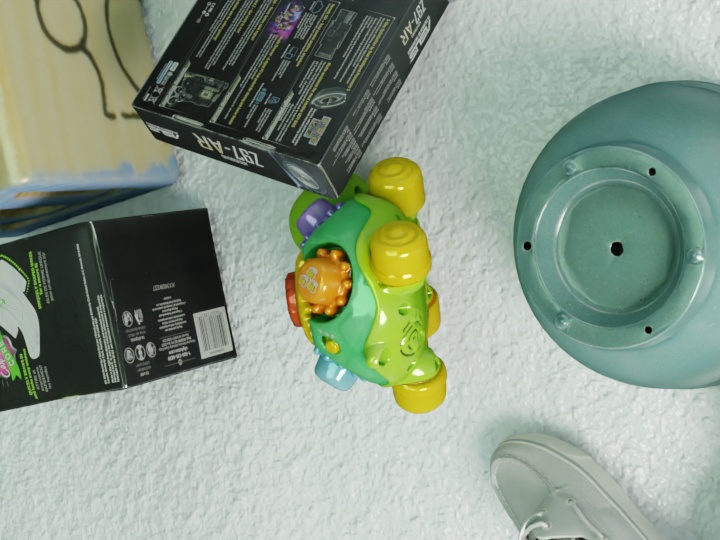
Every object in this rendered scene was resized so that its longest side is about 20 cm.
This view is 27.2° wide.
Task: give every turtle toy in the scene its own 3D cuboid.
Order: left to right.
[{"bbox_3d":[0.000,0.000,1.012,0.100,0.201,0.147,-7,126,3],"label":"turtle toy"}]

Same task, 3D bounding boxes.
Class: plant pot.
[{"bbox_3d":[0.175,-0.018,0.917,0.199,0.134,0.202,3,96,29],"label":"plant pot"}]

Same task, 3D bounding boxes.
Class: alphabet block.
[{"bbox_3d":[-0.283,-0.140,1.143,0.195,0.195,0.202,-15,86,28],"label":"alphabet block"}]

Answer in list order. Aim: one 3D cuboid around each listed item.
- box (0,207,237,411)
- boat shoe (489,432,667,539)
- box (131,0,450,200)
[{"bbox_3d":[-0.223,0.034,1.146,0.199,0.148,0.125,-11,90,30],"label":"box"},{"bbox_3d":[0.140,0.180,0.967,0.200,0.068,0.072,48,132,36],"label":"boat shoe"},{"bbox_3d":[-0.041,-0.162,1.023,0.159,0.044,0.201,19,69,27],"label":"box"}]
